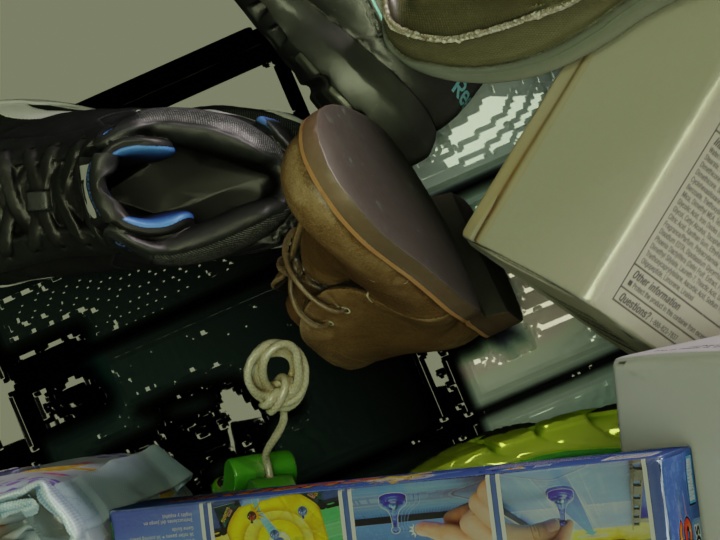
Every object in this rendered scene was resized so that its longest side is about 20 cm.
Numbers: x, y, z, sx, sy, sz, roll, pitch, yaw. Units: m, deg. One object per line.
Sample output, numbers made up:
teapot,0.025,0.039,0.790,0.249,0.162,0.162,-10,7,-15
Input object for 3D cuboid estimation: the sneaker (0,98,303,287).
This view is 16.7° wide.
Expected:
sneaker,-0.112,-0.033,0.914,0.199,0.112,0.073,-6,91,5

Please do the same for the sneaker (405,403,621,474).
sneaker,0.088,0.094,0.921,0.199,0.074,0.084,-13,87,5

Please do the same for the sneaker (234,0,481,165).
sneaker,-0.027,-0.132,0.931,0.079,0.075,0.200,-44,96,-5

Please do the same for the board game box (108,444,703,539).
board game box,0.018,0.134,0.802,0.199,0.034,0.136,-7,89,25

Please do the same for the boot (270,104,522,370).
boot,0.000,0.000,0.865,0.075,0.200,0.074,-25,72,9

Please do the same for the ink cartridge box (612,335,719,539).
ink cartridge box,0.183,0.087,0.848,0.084,0.199,0.146,-4,93,42

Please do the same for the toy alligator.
toy alligator,-0.041,0.105,0.926,0.059,0.054,0.201,-8,117,-22

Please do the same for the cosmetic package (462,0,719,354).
cosmetic package,0.136,-0.066,0.878,0.073,0.103,0.201,29,86,47

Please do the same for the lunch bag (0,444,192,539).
lunch bag,-0.151,0.144,0.898,0.127,0.170,0.200,42,98,5

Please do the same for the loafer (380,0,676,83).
loafer,0.082,-0.124,0.833,0.199,0.070,0.076,-19,55,32
